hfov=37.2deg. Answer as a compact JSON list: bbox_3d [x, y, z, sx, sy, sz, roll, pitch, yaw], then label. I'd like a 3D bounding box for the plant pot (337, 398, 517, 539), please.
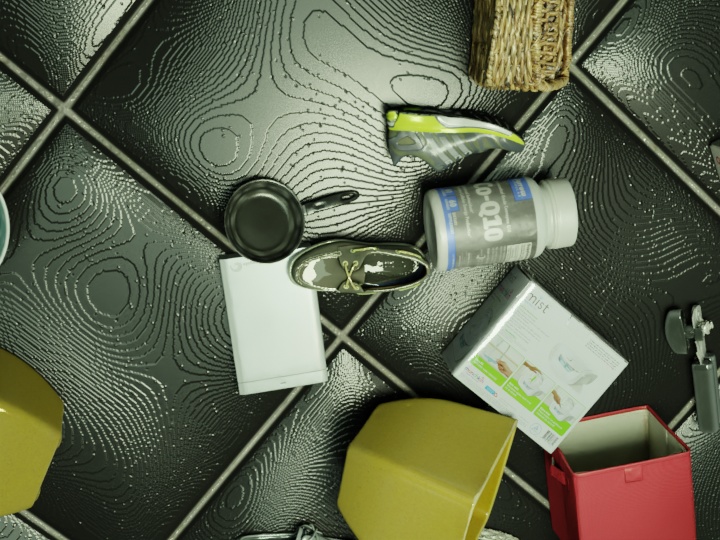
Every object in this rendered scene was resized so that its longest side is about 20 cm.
[{"bbox_3d":[0.081,0.297,1.500,0.197,0.194,0.198,21,124,16],"label":"plant pot"}]

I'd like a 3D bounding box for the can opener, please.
[{"bbox_3d":[0.507,0.146,1.613,0.066,0.053,0.203,-7,107,31],"label":"can opener"}]

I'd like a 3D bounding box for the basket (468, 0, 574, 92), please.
[{"bbox_3d":[0.229,-0.338,1.399,0.146,0.143,0.204,2,105,-6],"label":"basket"}]

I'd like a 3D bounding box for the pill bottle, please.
[{"bbox_3d":[0.192,-0.068,1.479,0.196,0.114,0.116,-9,106,-5],"label":"pill bottle"}]

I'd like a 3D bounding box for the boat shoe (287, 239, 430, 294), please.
[{"bbox_3d":[0.000,-0.003,1.488,0.198,0.060,0.073,-4,106,-15],"label":"boat shoe"}]

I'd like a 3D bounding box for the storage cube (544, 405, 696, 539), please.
[{"bbox_3d":[0.380,0.327,1.575,0.196,0.171,0.183,-9,106,-5],"label":"storage cube"}]

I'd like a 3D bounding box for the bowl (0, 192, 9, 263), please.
[{"bbox_3d":[-0.548,-0.070,1.394,0.197,0.105,0.204,-1,104,-6],"label":"bowl"}]

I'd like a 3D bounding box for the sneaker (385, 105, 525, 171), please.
[{"bbox_3d":[0.128,-0.177,1.473,0.196,0.074,0.082,7,111,-1],"label":"sneaker"}]

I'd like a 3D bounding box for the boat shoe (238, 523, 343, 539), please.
[{"bbox_3d":[-0.088,0.419,1.594,0.197,0.070,0.073,-4,108,-3],"label":"boat shoe"}]

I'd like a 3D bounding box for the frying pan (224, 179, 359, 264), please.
[{"bbox_3d":[-0.105,-0.090,1.480,0.189,0.031,0.115,-40,97,-17],"label":"frying pan"}]

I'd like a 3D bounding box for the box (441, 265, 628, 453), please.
[{"bbox_3d":[0.251,0.128,1.546,0.199,0.097,0.177,37,97,-14],"label":"box"}]

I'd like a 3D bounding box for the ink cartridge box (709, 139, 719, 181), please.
[{"bbox_3d":[0.582,-0.091,1.503,0.082,0.147,0.203,-22,107,-2],"label":"ink cartridge box"}]

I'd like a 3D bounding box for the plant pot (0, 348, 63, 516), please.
[{"bbox_3d":[-0.510,0.217,1.434,0.198,0.196,0.197,22,101,-18],"label":"plant pot"}]

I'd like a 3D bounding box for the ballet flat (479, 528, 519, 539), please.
[{"bbox_3d":[0.160,0.429,1.630,0.197,0.072,0.073,13,103,-11],"label":"ballet flat"}]

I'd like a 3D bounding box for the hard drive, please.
[{"bbox_3d":[-0.122,0.070,1.522,0.130,0.027,0.203,-8,105,-5],"label":"hard drive"}]
